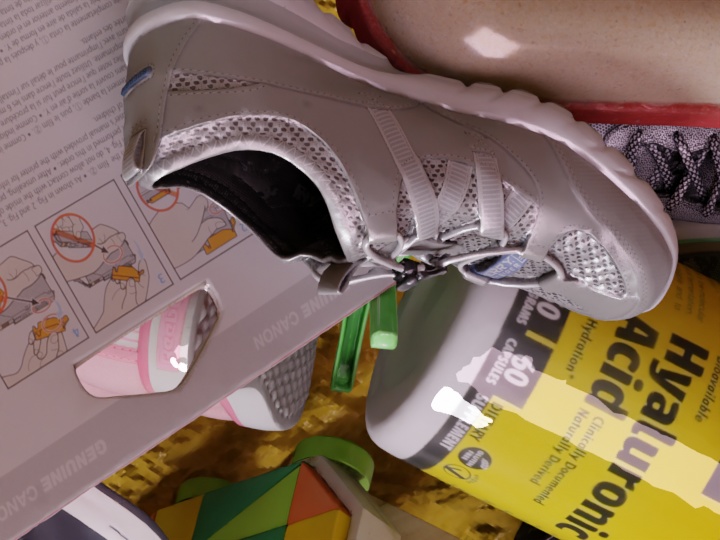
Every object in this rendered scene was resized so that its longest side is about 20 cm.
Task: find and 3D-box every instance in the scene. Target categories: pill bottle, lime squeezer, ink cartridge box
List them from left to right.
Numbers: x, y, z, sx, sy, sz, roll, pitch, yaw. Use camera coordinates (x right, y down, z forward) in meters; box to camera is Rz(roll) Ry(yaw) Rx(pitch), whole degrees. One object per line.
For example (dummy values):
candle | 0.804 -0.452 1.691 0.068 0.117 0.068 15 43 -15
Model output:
ink cartridge box | -0.104 -0.026 0.890 0.200 0.045 0.177 -33 99 -37
lime squeezer | 0.000 0.000 1.023 0.038 0.200 0.071 22 83 -2
pill bottle | 0.111 0.056 1.040 0.199 0.112 0.112 26 118 -11

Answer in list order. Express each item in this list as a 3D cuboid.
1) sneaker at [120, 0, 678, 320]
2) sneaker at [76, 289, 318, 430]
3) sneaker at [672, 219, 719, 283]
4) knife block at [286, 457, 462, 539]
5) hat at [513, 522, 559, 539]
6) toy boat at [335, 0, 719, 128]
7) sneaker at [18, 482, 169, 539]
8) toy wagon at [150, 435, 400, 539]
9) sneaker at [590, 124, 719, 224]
sneaker | 0.008 -0.020 0.898 0.199 0.082 0.075 23 150 -17
sneaker | -0.079 0.013 1.023 0.104 0.200 0.076 8 88 14
sneaker | 0.149 0.027 1.113 0.199 0.089 0.077 -13 158 -9
knife block | -0.024 0.174 1.134 0.064 0.200 0.176 35 81 -39
hat | 0.101 0.147 1.219 0.199 0.081 0.202 -16 130 -19
toy boat | 0.074 -0.101 0.989 0.199 0.131 0.131 1 159 -21
sneaker | -0.149 0.124 1.006 0.202 0.077 0.147 47 64 -49
toy wagon | -0.068 0.149 1.102 0.199 0.156 0.040 -21 133 40
sneaker | 0.142 -0.037 1.053 0.199 0.114 0.076 -8 131 -15
